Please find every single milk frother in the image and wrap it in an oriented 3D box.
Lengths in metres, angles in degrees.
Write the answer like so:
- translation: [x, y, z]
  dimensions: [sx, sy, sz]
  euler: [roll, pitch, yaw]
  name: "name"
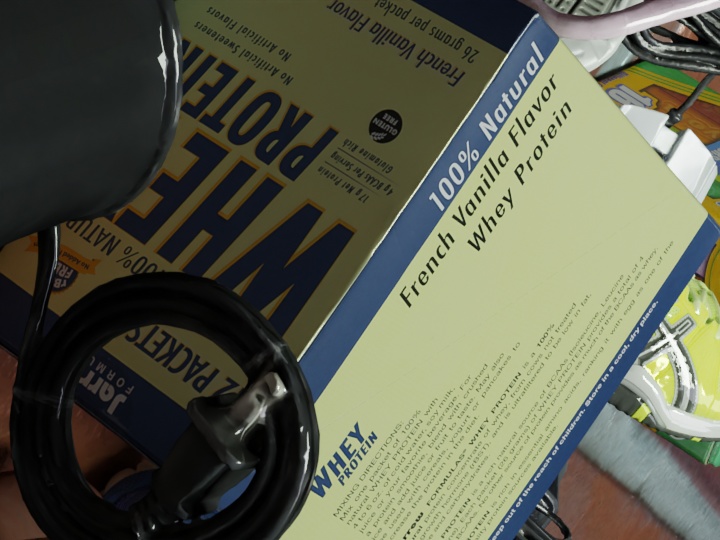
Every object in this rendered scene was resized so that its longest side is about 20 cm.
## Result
- translation: [-0.126, 0.006, 0.633]
  dimensions: [0.188, 0.200, 0.181]
  euler: [-29, 147, -46]
  name: "milk frother"

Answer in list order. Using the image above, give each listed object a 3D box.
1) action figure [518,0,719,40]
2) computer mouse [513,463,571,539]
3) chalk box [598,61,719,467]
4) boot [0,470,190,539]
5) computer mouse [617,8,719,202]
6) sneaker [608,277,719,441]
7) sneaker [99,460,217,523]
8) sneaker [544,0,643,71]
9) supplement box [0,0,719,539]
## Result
- translation: [0.169, -0.109, 0.827]
  dimensions: [0.200, 0.134, 0.149]
  euler: [13, 131, -24]
  name: "action figure"
- translation: [0.046, 0.075, 1.105]
  dimensions: [0.053, 0.139, 0.200]
  euler: [-36, -179, 12]
  name: "computer mouse"
- translation: [0.176, 0.003, 1.198]
  dimensions: [0.125, 0.200, 0.124]
  euler: [-26, 141, -51]
  name: "chalk box"
- translation: [-0.109, 0.096, 0.812]
  dimensions: [0.188, 0.069, 0.200]
  euler: [-12, 174, -46]
  name: "boot"
- translation: [0.122, -0.035, 1.098]
  dimensions: [0.200, 0.110, 0.044]
  euler: [-53, -162, 29]
  name: "computer mouse"
- translation: [0.116, 0.007, 1.057]
  dimensions: [0.076, 0.200, 0.075]
  euler: [-51, -157, 23]
  name: "sneaker"
- translation: [-0.035, 0.166, 0.999]
  dimensions: [0.079, 0.200, 0.089]
  euler: [-48, -169, 9]
  name: "sneaker"
- translation: [0.101, -0.153, 1.041]
  dimensions: [0.200, 0.078, 0.099]
  euler: [-54, -178, -22]
  name: "sneaker"
- translation: [0.000, 0.000, 0.906]
  dimensions: [0.200, 0.134, 0.200]
  euler: [-56, 146, -3]
  name: "supplement box"
